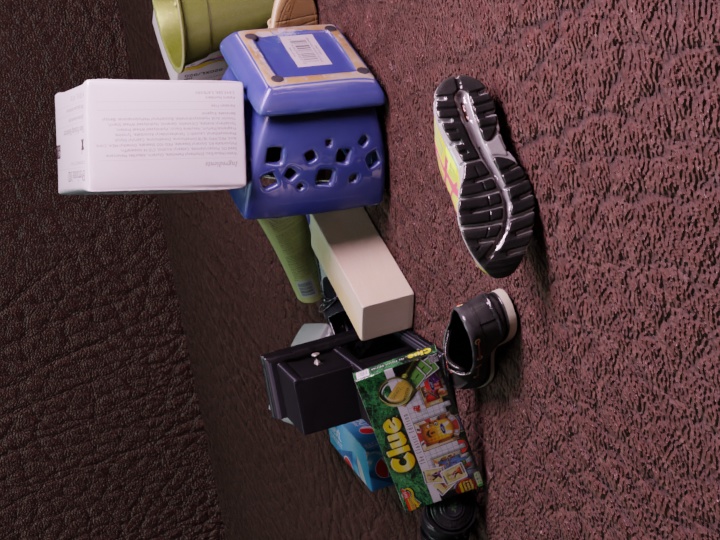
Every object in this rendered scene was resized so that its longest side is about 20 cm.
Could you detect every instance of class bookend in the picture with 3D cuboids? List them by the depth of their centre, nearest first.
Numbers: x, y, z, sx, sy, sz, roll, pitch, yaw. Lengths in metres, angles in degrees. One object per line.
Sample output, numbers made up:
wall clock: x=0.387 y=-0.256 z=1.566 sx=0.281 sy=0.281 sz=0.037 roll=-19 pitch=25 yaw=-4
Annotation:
bookend: x=-0.006 y=0.150 z=1.653 sx=0.199 sy=0.197 sz=0.094 roll=-149 pitch=47 yaw=-69

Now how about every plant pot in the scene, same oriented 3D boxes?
plant pot: x=-0.080 y=-0.200 z=1.637 sx=0.201 sy=0.197 sz=0.182 roll=-121 pitch=30 yaw=-45
plant pot: x=-0.195 y=-0.405 z=1.855 sx=0.200 sy=0.187 sz=0.203 roll=166 pitch=90 yaw=-73

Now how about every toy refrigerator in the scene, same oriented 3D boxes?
toy refrigerator: x=0.000 y=0.000 z=1.730 sx=0.071 sy=0.075 sz=0.201 roll=91 pitch=158 yaw=-43

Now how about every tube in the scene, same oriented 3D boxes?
tube: x=-0.095 y=-0.037 z=1.843 sx=0.201 sy=0.051 sz=0.059 roll=70 pitch=-147 yaw=-46

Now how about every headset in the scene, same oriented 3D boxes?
headset: x=0.124 y=0.312 z=1.617 sx=0.124 sy=0.092 sz=0.202 roll=94 pitch=171 yaw=-58

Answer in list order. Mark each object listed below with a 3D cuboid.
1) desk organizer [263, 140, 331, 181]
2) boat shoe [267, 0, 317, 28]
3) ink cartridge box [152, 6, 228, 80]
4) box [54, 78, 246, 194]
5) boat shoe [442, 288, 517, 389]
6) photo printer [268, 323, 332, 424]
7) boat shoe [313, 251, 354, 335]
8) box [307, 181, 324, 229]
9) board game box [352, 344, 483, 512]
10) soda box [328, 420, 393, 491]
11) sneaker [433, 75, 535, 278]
desk organizer: x=-0.136 y=-0.171 z=1.861 sx=0.198 sy=0.076 sz=0.073 roll=9 pitch=101 yaw=39
boat shoe: x=-0.104 y=-0.331 z=1.814 sx=0.069 sy=0.073 sz=0.202 roll=56 pitch=156 yaw=35
ink cartridge box: x=-0.254 y=-0.415 z=2.125 sx=0.200 sy=0.145 sz=0.147 roll=119 pitch=135 yaw=-67
box: x=-0.263 y=-0.162 z=1.585 sx=0.198 sy=0.197 sz=0.133 roll=-175 pitch=83 yaw=-66
boat shoe: x=0.118 y=0.083 z=1.420 sx=0.202 sy=0.062 sz=0.074 roll=105 pitch=143 yaw=-65
photo printer: x=-0.080 y=0.164 z=2.027 sx=0.168 sy=0.069 sz=0.200 roll=-67 pitch=13 yaw=-8
boat shoe: x=-0.021 y=0.045 z=1.817 sx=0.074 sy=0.062 sz=0.203 roll=-21 pitch=85 yaw=30
box: x=-0.066 y=-0.102 z=1.923 sx=0.117 sy=0.048 sz=0.203 roll=139 pitch=117 yaw=-72
board game box: x=0.070 y=0.190 z=1.517 sx=0.024 sy=0.103 sz=0.202 roll=-99 pitch=-11 yaw=-63
soda box: x=0.007 y=0.259 z=1.939 sx=0.200 sy=0.063 sz=0.069 roll=-142 pitch=41 yaw=-66
sneaker: x=0.120 y=-0.087 z=1.273 sx=0.090 sy=0.077 sz=0.203 roll=108 pitch=152 yaw=-75
